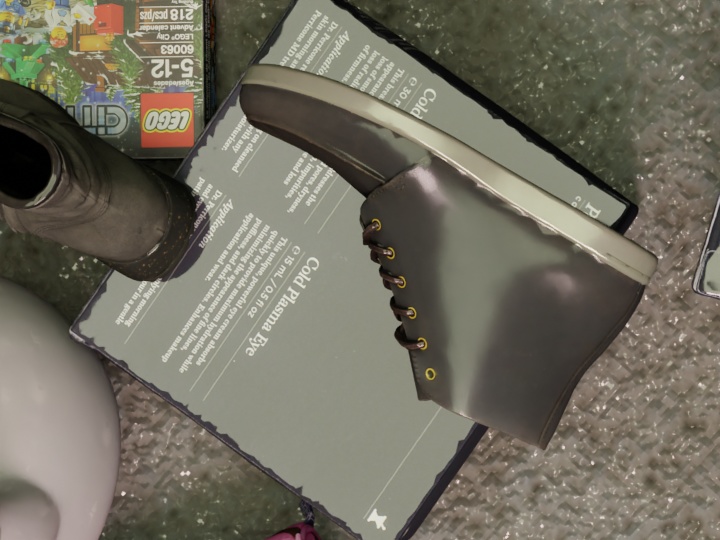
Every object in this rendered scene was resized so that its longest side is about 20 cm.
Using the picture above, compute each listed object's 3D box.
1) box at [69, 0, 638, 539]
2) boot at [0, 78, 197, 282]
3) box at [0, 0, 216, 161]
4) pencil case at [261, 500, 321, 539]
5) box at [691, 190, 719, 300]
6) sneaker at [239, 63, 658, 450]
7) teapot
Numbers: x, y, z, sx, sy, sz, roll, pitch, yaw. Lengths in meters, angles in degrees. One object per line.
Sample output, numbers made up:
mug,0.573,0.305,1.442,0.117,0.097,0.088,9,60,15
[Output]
box,0.000,0.000,1.373,0.182,0.104,0.200,36,95,7
boot,-0.175,-0.062,1.316,0.200,0.131,0.068,22,86,35
box,-0.170,-0.121,1.429,0.199,0.038,0.137,-1,90,8
pencil case,-0.102,0.180,1.392,0.199,0.094,0.091,-20,63,6
box,0.218,-0.047,1.294,0.107,0.200,0.149,17,91,8
sneaker,0.019,-0.008,1.279,0.200,0.075,0.106,29,90,6
teapot,-0.219,0.074,1.353,0.199,0.146,0.198,-18,59,26
